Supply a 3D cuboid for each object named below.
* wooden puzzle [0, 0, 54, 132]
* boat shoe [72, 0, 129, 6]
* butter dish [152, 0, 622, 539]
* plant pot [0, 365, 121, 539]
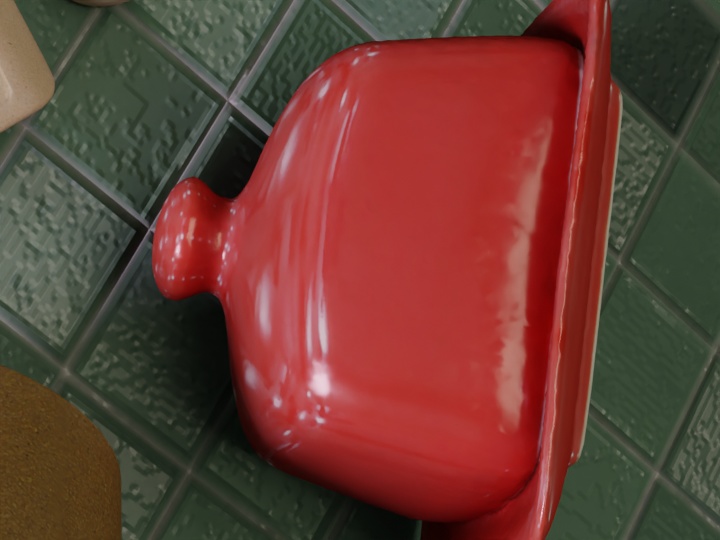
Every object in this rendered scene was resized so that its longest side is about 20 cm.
[{"bbox_3d":[-0.216,-0.094,0.756,0.200,0.046,0.186,-36,105,-36],"label":"wooden puzzle"},{"bbox_3d":[-0.089,-0.198,0.833,0.074,0.068,0.201,-14,93,-34],"label":"boat shoe"},{"bbox_3d":[0.000,0.000,0.828,0.147,0.199,0.201,10,79,-9],"label":"butter dish"},{"bbox_3d":[-0.147,0.131,0.711,0.186,0.186,0.201,39,52,-24],"label":"plant pot"}]
